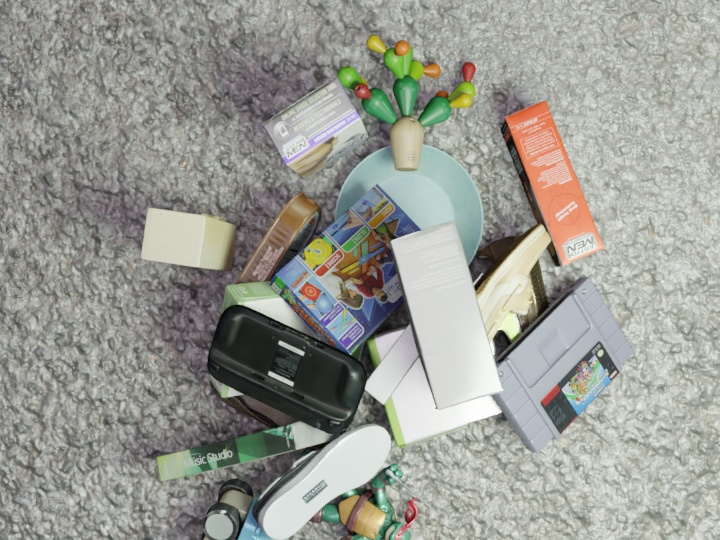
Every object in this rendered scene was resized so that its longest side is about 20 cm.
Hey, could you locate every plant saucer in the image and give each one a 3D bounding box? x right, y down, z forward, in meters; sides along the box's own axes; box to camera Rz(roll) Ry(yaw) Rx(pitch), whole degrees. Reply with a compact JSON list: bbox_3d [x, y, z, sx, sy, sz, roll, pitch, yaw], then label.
[{"bbox_3d":[0.065,-0.067,1.519,0.197,0.039,0.205,0,89,4],"label":"plant saucer"}]

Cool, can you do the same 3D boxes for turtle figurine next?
[{"bbox_3d":[-0.004,0.319,1.487,0.198,0.101,0.151,23,73,21],"label":"turtle figurine"}]

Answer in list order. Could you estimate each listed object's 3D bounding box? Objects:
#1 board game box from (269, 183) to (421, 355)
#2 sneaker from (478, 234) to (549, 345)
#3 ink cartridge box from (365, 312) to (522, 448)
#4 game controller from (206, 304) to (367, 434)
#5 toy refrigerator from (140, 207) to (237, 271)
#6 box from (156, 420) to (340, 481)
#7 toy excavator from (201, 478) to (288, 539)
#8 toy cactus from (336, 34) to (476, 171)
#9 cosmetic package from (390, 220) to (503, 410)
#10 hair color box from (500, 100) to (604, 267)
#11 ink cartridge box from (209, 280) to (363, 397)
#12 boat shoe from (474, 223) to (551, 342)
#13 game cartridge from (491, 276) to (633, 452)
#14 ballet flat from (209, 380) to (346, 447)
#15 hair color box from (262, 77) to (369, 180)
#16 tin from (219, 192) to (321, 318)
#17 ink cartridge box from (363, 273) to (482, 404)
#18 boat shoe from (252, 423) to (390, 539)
[{"bbox_3d":[0.000,0.000,1.436,0.135,0.034,0.200,46,60,4],"label":"board game box"},{"bbox_3d":[0.207,0.057,1.501,0.075,0.070,0.203,-9,89,29],"label":"sneaker"},{"bbox_3d":[0.120,0.131,1.493,0.197,0.076,0.150,-17,87,1],"label":"ink cartridge box"},{"bbox_3d":[-0.091,0.120,1.375,0.198,0.042,0.106,24,105,7],"label":"game controller"},{"bbox_3d":[-0.216,-0.041,1.461,0.075,0.200,0.071,8,89,5],"label":"toy refrigerator"},{"bbox_3d":[-0.141,0.226,1.454,0.197,0.144,0.037,-18,81,19],"label":"box"},{"bbox_3d":[-0.127,0.403,1.495,0.198,0.100,0.197,23,104,2],"label":"toy excavator"},{"bbox_3d":[0.067,-0.214,1.469,0.198,0.102,0.168,3,84,-33],"label":"toy cactus"},{"bbox_3d":[0.097,0.053,1.309,0.089,0.107,0.203,-18,88,1],"label":"cosmetic package"},{"bbox_3d":[0.247,-0.109,1.474,0.060,0.102,0.203,-22,87,3],"label":"hair color box"},{"bbox_3d":[-0.088,0.084,1.471,0.197,0.048,0.147,-6,123,-31],"label":"ink cartridge box"},{"bbox_3d":[0.181,0.034,1.429,0.069,0.074,0.201,39,89,-1],"label":"boat shoe"},{"bbox_3d":[0.255,0.121,1.449,0.200,0.038,0.130,-41,103,-20],"label":"game cartridge"},{"bbox_3d":[-0.112,0.183,1.524,0.198,0.046,0.068,25,92,5],"label":"ballet flat"},{"bbox_3d":[-0.053,-0.176,1.450,0.108,0.200,0.065,-32,86,3],"label":"hair color box"},{"bbox_3d":[-0.116,-0.009,1.496,0.042,0.112,0.202,32,92,3],"label":"tin"},{"bbox_3d":[0.077,0.075,1.410,0.039,0.099,0.201,38,89,6],"label":"ink cartridge box"},{"bbox_3d":[-0.052,0.260,1.445,0.199,0.068,0.072,-39,115,-13],"label":"boat shoe"}]
